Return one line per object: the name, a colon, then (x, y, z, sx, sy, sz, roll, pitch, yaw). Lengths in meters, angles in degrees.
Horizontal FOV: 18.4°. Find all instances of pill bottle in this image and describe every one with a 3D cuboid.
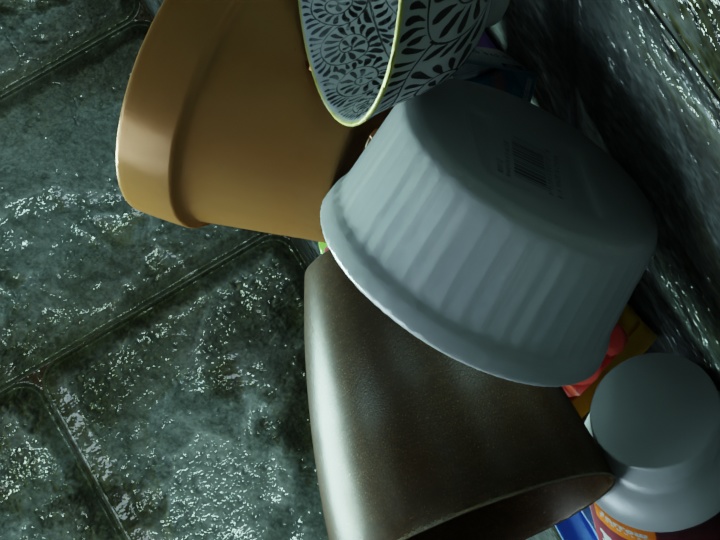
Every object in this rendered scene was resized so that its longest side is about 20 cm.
pill bottle: (0.207, 0.140, 1.496, 0.113, 0.113, 0.200, 56, 173, 33)

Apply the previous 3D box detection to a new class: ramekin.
ramekin: (0.085, -0.030, 1.356, 0.200, 0.098, 0.201, 24, -153, -13)

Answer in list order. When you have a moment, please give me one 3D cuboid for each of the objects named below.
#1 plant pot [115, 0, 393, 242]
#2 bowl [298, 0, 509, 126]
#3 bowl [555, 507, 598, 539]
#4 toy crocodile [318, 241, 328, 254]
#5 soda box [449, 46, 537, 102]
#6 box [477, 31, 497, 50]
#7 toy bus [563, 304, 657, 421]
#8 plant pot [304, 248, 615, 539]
plant pot: (-0.050, -0.107, 1.460, 0.140, 0.201, 0.200, 23, 162, 16)
bowl: (0.034, -0.187, 1.311, 0.201, 0.094, 0.202, 176, 90, -72)
bowl: (0.196, 0.217, 1.697, 0.201, 0.039, 0.201, 59, 174, 9)
toy crocodile: (0.000, 0.000, 1.625, 0.062, 0.067, 0.201, 26, -140, -38)
soda box: (0.059, -0.052, 1.518, 0.068, 0.063, 0.201, -133, 53, -64)
box: (0.040, -0.193, 1.629, 0.200, 0.039, 0.137, 58, 174, 19)
toy bus: (0.113, 0.077, 1.573, 0.136, 0.200, 0.192, 46, 170, -6)
plant pot: (0.039, 0.077, 1.421, 0.187, 0.186, 0.201, 80, 169, -73)
